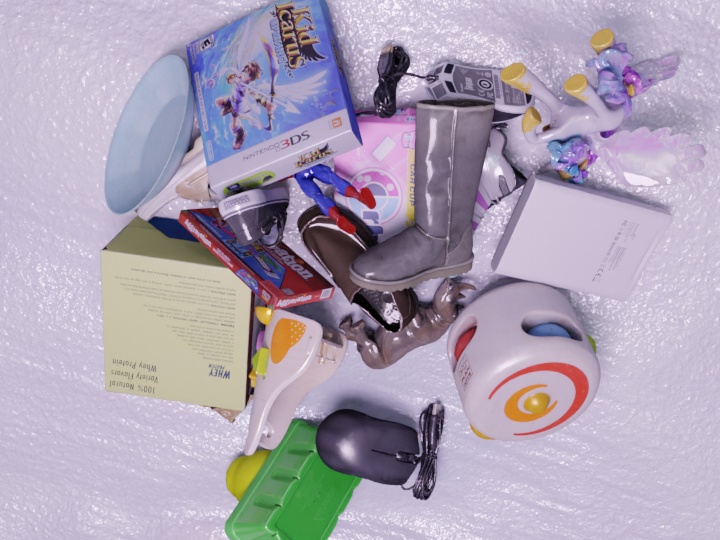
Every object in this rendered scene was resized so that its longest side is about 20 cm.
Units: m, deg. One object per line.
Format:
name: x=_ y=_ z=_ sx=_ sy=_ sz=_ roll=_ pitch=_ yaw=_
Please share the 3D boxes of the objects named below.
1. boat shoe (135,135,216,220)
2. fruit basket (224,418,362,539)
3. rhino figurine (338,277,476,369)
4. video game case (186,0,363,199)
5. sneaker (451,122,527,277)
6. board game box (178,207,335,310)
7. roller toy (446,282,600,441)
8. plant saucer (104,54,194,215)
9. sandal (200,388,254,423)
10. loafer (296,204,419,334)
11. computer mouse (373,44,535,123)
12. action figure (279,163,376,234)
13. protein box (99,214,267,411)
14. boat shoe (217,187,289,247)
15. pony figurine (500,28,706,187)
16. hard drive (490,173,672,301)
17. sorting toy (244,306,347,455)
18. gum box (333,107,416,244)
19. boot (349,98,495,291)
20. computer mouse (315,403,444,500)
boat shoe: x=-0.213 y=-0.120 z=0.959 sx=0.198 sy=0.075 sz=0.069 roll=-36 pitch=104 yaw=20
fruit basket: x=-0.114 y=0.332 z=1.100 sx=0.155 sy=0.216 sz=0.215 roll=44 pitch=110 yaw=-12
rhino figurine: x=0.072 y=0.069 z=1.019 sx=0.197 sy=0.060 sz=0.088 roll=-29 pitch=109 yaw=14
video game case: x=-0.105 y=-0.208 z=0.864 sx=0.177 sy=0.045 sz=0.204 roll=-19 pitch=70 yaw=13
sneaker: x=0.159 y=-0.087 z=0.935 sx=0.136 sy=0.078 sz=0.204 roll=-4 pitch=118 yaw=3
board game box: x=-0.130 y=-0.021 z=0.922 sx=0.199 sy=0.102 sz=0.020 roll=39 pitch=118 yaw=30
roller toy: x=0.207 y=0.125 z=0.959 sx=0.197 sy=0.141 sz=0.183 roll=-27 pitch=130 yaw=13
plant saucer: x=-0.249 y=-0.159 z=0.903 sx=0.038 sy=0.203 sz=0.202 roll=20 pitch=119 yaw=-38
sandal: x=-0.178 y=0.192 z=1.086 sx=0.206 sy=0.078 sz=0.071 roll=0 pitch=108 yaw=0
loafer: x=0.000 y=0.000 z=0.917 sx=0.200 sy=0.072 sz=0.073 roll=43 pitch=113 yaw=-12
computer mouse: x=0.111 y=-0.210 z=0.886 sx=0.195 sy=0.112 sz=0.044 roll=10 pitch=141 yaw=-7
action figure: x=-0.072 y=-0.128 z=0.884 sx=0.065 sy=0.199 sz=0.099 roll=-47 pitch=136 yaw=-3
protein box: x=-0.230 y=0.054 z=1.001 sx=0.193 sy=0.135 sz=0.205 roll=8 pitch=113 yaw=2
boat shoe: x=-0.119 y=-0.060 z=0.903 sx=0.068 sy=0.200 sz=0.068 roll=-20 pitch=93 yaw=3
pony figurine: x=0.272 y=-0.177 z=0.840 sx=0.189 sy=0.170 sz=0.199 roll=-15 pitch=150 yaw=26
hard drive: x=0.279 y=-0.037 z=0.940 sx=0.195 sy=0.026 sz=0.134 roll=12 pitch=119 yaw=-15
sorting toy: x=-0.103 y=0.150 z=0.971 sx=0.104 sy=0.200 sz=0.184 roll=17 pitch=83 yaw=10
gum box: x=0.025 y=-0.107 z=0.944 sx=0.110 sy=0.066 sz=0.205 roll=2 pitch=114 yaw=6
boot: x=0.070 y=-0.088 z=0.841 sx=0.178 sy=0.073 sz=0.204 roll=-15 pitch=126 yaw=-27
computer mouse: x=0.034 y=0.248 z=1.047 sx=0.196 sy=0.053 sz=0.142 roll=13 pitch=84 yaw=-20
